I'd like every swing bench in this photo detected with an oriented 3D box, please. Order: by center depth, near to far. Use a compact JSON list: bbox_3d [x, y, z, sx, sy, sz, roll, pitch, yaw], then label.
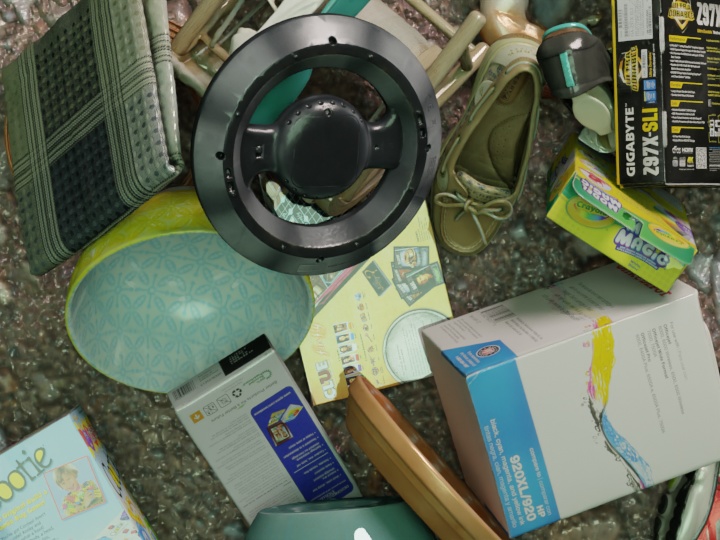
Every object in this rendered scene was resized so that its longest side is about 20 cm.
[{"bbox_3d":[-0.032,-0.176,1.671,0.199,0.130,0.200,42,89,8],"label":"swing bench"}]

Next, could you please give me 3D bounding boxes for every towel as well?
[{"bbox_3d":[-0.210,-0.119,1.632,0.034,0.192,0.201,11,57,-41],"label":"towel"}]

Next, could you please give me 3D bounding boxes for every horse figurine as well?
[{"bbox_3d":[0.138,-0.229,1.733,0.132,0.050,0.201,-11,89,-10],"label":"horse figurine"}]

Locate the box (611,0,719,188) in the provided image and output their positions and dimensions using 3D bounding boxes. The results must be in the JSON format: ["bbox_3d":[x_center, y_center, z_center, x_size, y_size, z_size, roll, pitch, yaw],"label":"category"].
[{"bbox_3d":[0.274,-0.147,1.677,0.049,0.199,0.161,-3,91,38],"label":"box"}]

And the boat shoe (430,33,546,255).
[{"bbox_3d":[0.102,-0.094,1.693,0.073,0.063,0.201,12,119,-4],"label":"boat shoe"}]

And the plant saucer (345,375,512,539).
[{"bbox_3d":[0.053,0.169,1.659,0.037,0.200,0.200,-41,93,1],"label":"plant saucer"}]

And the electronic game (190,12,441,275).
[{"bbox_3d":[-0.032,-0.093,1.558,0.199,0.042,0.201,-7,109,-20],"label":"electronic game"}]

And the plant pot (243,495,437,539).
[{"bbox_3d":[-0.014,0.266,1.661,0.199,0.201,0.162,-4,88,-3],"label":"plant pot"}]

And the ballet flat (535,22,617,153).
[{"bbox_3d":[0.191,-0.134,1.669,0.068,0.200,0.069,-19,70,24],"label":"ballet flat"}]

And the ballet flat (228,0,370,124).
[{"bbox_3d":[-0.057,-0.180,1.584,0.069,0.069,0.200,39,85,-3],"label":"ballet flat"}]

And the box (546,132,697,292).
[{"bbox_3d":[0.207,-0.046,1.662,0.117,0.200,0.049,32,103,-2],"label":"box"}]

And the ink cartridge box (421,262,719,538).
[{"bbox_3d":[0.175,0.097,1.672,0.199,0.147,0.146,-19,105,-7],"label":"ink cartridge box"}]

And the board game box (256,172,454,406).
[{"bbox_3d":[0.000,0.000,1.736,0.135,0.035,0.201,-13,92,-3],"label":"board game box"}]

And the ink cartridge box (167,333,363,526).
[{"bbox_3d":[-0.071,0.153,1.711,0.094,0.037,0.201,-31,121,-2],"label":"ink cartridge box"}]

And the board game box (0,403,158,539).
[{"bbox_3d":[-0.226,0.224,1.694,0.104,0.103,0.201,-30,93,-2],"label":"board game box"}]

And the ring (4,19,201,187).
[{"bbox_3d":[-0.198,-0.117,1.733,0.199,0.019,0.202,0,90,-3],"label":"ring"}]

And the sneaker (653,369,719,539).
[{"bbox_3d":[0.313,0.164,1.745,0.084,0.077,0.201,20,97,-14],"label":"sneaker"}]

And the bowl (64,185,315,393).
[{"bbox_3d":[-0.140,-0.003,1.682,0.199,0.201,0.108,-6,49,-3],"label":"bowl"}]
